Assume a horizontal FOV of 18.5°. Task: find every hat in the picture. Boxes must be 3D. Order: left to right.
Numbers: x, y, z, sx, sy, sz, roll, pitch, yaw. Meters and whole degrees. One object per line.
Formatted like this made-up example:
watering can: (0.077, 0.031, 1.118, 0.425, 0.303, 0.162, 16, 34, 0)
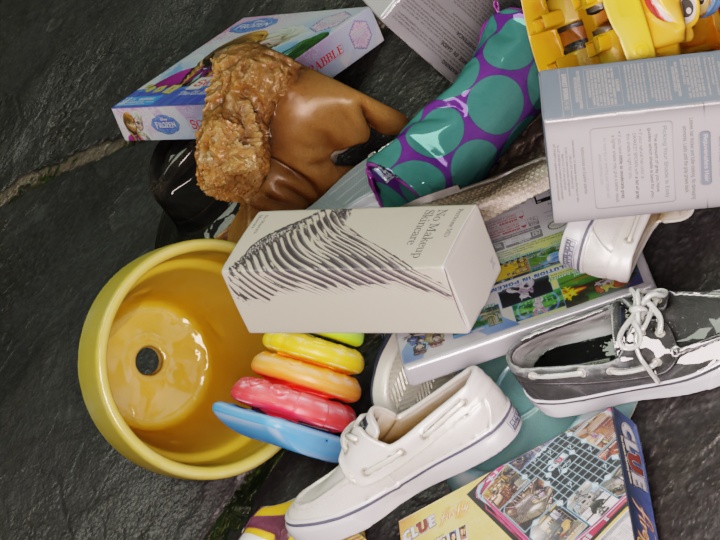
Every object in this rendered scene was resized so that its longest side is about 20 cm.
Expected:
hat: (-0.160, -0.101, 2.190, 0.200, 0.081, 0.201, -31, 38, 28)

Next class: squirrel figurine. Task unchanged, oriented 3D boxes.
squirrel figurine: (-0.083, -0.096, 1.987, 0.141, 0.199, 0.188, 29, 94, 48)

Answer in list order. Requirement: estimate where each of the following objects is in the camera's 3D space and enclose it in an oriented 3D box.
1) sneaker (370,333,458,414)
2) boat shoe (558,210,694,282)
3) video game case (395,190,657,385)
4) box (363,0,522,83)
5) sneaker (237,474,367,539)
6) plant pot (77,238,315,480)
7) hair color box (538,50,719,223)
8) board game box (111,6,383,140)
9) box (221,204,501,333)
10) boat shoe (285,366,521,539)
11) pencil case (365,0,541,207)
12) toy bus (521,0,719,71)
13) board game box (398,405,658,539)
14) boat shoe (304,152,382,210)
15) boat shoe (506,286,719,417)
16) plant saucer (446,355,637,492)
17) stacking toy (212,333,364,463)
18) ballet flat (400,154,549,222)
sneaker: (0.040, 0.048, 1.797, 0.084, 0.075, 0.201, -15, 37, 41)
boat shoe: (0.225, -0.063, 1.671, 0.069, 0.071, 0.200, 24, 49, 21)
video game case: (0.117, -0.001, 1.715, 0.199, 0.022, 0.183, -19, 35, 5)
box: (0.056, -0.274, 2.060, 0.101, 0.112, 0.200, -48, 31, 8)
sneaker: (-0.079, 0.243, 1.752, 0.199, 0.075, 0.090, -34, 35, 11)
plant pot: (-0.161, 0.079, 1.920, 0.202, 0.200, 0.189, -61, 19, -15)
hair color box: (0.232, -0.099, 1.587, 0.198, 0.099, 0.061, -6, 43, 6)
board game box: (-0.112, -0.193, 2.171, 0.199, 0.041, 0.199, 2, 33, 47)
box: (0.000, 0.000, 1.697, 0.199, 0.069, 0.082, -2, 39, 29)
boat shoe: (0.019, 0.133, 1.642, 0.199, 0.070, 0.071, -29, 20, 20)
pencil case: (0.089, -0.129, 1.877, 0.092, 0.085, 0.200, 37, 76, 18)
toy bus: (0.234, -0.201, 1.700, 0.191, 0.137, 0.200, -16, -1, -11)
board game box: (0.117, 0.199, 1.561, 0.199, 0.035, 0.136, -31, 45, 29)
boat shoe: (0.002, -0.045, 1.941, 0.199, 0.062, 0.072, -35, 30, -9)
boat shoe: (0.199, 0.046, 1.570, 0.198, 0.068, 0.074, -13, 50, 26)
plant saucer: (0.131, 0.092, 1.677, 0.200, 0.027, 0.201, -32, 37, 28)
stacking toy: (-0.034, 0.048, 1.801, 0.109, 0.116, 0.201, 11, 84, 55)
ballet flat: (0.129, -0.059, 1.731, 0.199, 0.047, 0.067, -18, -5, -2)
